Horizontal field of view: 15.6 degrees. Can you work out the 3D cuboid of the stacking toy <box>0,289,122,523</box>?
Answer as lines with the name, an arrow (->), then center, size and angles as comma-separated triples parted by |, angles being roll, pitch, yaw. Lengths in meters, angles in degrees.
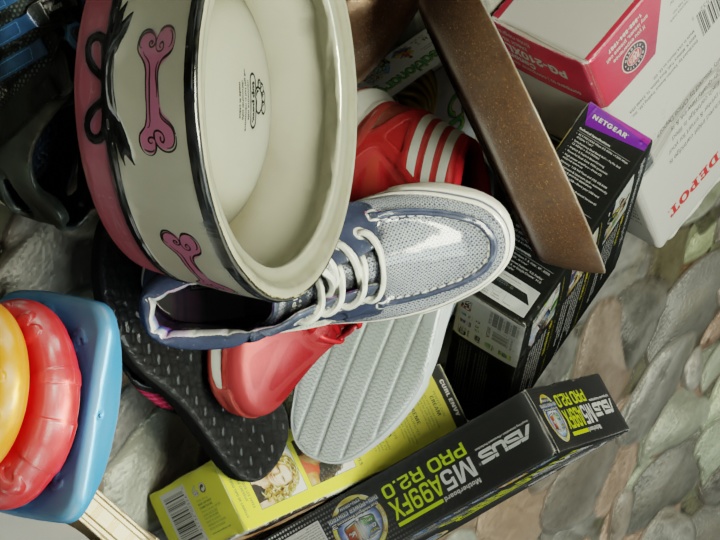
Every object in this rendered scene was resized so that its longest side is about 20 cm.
stacking toy -> -0.226, 0.057, 1.290 | 0.200, 0.110, 0.116 | 11, 87, -42

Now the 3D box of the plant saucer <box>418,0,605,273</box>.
plant saucer -> 0.079, -0.083, 1.458 | 0.034, 0.201, 0.200 | -26, 142, 4

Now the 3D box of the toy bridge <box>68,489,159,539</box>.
toy bridge -> -0.138, 0.150, 1.487 | 0.027, 0.067, 0.200 | -52, 145, -12

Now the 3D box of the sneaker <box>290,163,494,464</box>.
sneaker -> 0.024, 0.021, 1.530 | 0.200, 0.073, 0.071 | -61, 175, 6

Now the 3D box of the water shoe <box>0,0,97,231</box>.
water shoe -> -0.145, -0.115, 1.272 | 0.071, 0.079, 0.200 | -28, 134, -38

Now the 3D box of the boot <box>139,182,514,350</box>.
boot -> -0.016, 0.005, 1.365 | 0.199, 0.090, 0.073 | -11, 105, 2

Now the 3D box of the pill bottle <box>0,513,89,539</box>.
pill bottle -> -0.202, 0.233, 1.426 | 0.111, 0.111, 0.200 | -4, 118, -51

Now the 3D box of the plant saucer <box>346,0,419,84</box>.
plant saucer -> -0.028, -0.181, 1.413 | 0.200, 0.037, 0.201 | -31, 136, -35

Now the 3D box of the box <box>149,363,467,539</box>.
box -> -0.028, 0.116, 1.591 | 0.200, 0.050, 0.075 | -21, 173, -43

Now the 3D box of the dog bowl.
dog bowl -> -0.070, -0.084, 1.276 | 0.200, 0.074, 0.201 | -1, 90, -69

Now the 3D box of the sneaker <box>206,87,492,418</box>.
sneaker -> 0.000, 0.000, 1.439 | 0.078, 0.115, 0.200 | 30, 83, -50

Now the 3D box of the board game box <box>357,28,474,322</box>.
board game box -> 0.017, -0.033, 1.580 | 0.126, 0.035, 0.200 | -37, 139, -31

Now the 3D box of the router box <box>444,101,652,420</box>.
router box -> 0.114, 0.004, 1.645 | 0.149, 0.051, 0.200 | -54, 168, -20

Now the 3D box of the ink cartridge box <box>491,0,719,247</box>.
ink cartridge box -> 0.180, -0.135, 1.671 | 0.145, 0.084, 0.200 | -49, 143, -15

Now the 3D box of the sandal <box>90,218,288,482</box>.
sandal -> -0.104, 0.044, 1.461 | 0.075, 0.045, 0.200 | -55, 134, -29

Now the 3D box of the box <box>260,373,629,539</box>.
box -> 0.052, 0.132, 1.612 | 0.200, 0.044, 0.160 | -31, 170, 18
